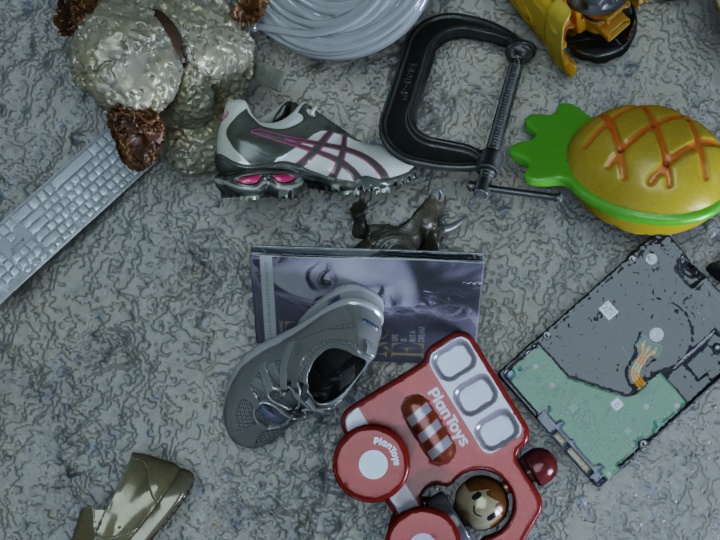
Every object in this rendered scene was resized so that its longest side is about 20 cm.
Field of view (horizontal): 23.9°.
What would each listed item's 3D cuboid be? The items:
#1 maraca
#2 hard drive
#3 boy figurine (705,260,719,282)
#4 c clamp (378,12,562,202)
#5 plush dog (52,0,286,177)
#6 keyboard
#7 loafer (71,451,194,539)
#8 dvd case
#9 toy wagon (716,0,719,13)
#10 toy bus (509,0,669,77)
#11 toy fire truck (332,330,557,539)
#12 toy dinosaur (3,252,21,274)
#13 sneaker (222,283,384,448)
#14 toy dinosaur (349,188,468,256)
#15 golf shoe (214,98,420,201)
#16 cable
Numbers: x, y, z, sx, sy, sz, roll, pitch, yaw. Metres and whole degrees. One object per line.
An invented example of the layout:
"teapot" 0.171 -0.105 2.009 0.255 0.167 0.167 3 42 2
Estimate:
"maraca" 0.234 -0.096 1.513 0.200 0.107 0.137 16 44 15
"hard drive" 0.242 0.079 1.532 0.200 0.038 0.140 -42 86 -3
"boy figurine" 0.390 -0.065 1.523 0.124 0.064 0.200 34 85 -16
"c clamp" 0.106 -0.148 1.524 0.170 0.027 0.200 5 60 10
"plush dog" -0.177 -0.184 1.475 0.160 0.172 0.200 -32 85 41
"keyboard" -0.274 -0.054 1.548 0.056 0.011 0.200 45 74 3
"loafer" -0.230 0.245 1.516 0.067 0.076 0.200 39 77 5
"dvd case" 0.005 0.032 1.495 0.200 0.149 0.016 3 51 2
"toy wagon" 0.384 -0.278 1.525 0.200 0.040 0.155 -39 118 -35
"toy bus" 0.203 -0.307 1.530 0.200 0.136 0.192 -40 69 -4
"toy fire truck" 0.077 0.175 1.488 0.168 0.112 0.200 -33 87 2
"toy dinosaur" -0.391 0.051 1.542 0.200 0.047 0.088 -20 67 -5
"sneaker" -0.056 0.096 1.480 0.075 0.082 0.200 27 124 -24
"toy dinosaur" 0.000 0.000 1.521 0.200 0.102 0.077 -37 46 12
"golf shoe" -0.033 -0.107 1.498 0.200 0.077 0.088 -3 94 -32
"cable" -0.021 -0.287 1.521 0.200 0.069 0.200 25 107 13
